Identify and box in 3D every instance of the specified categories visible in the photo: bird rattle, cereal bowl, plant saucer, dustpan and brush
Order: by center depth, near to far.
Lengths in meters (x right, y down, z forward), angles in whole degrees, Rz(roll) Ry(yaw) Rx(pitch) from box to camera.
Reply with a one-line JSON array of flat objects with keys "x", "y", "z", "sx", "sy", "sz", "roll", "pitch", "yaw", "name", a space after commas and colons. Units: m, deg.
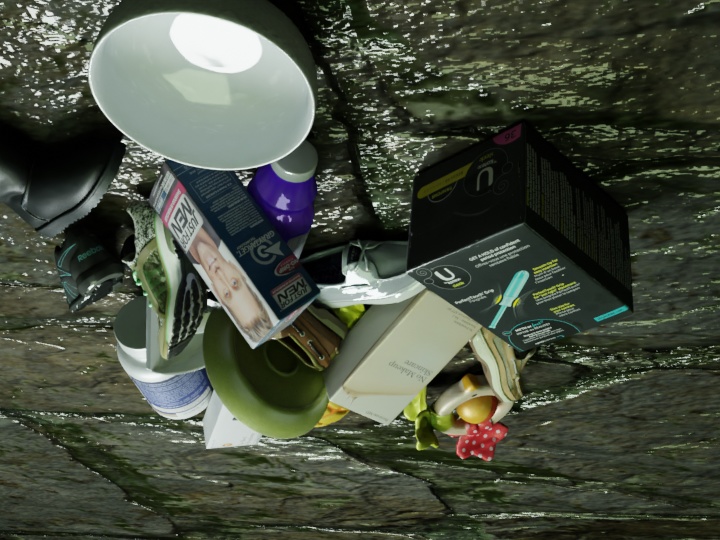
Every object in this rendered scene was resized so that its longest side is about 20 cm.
[{"x": -0.133, "y": -0.181, "z": 0.825, "sx": 0.198, "sy": 0.084, "sz": 0.201, "roll": 4, "pitch": 148, "yaw": 2, "name": "cereal bowl"}, {"x": -0.107, "y": 0.111, "z": 1.181, "sx": 0.199, "sy": 0.201, "sz": 0.031, "roll": 27, "pitch": 138, "yaw": -30, "name": "plant saucer"}, {"x": -0.177, "y": 0.061, "z": 1.225, "sx": 0.199, "sy": 0.141, "sz": 0.057, "roll": -8, "pitch": -162, "yaw": -40, "name": "dustpan and brush"}, {"x": 0.164, "y": 0.219, "z": 1.410, "sx": 0.199, "sy": 0.113, "sz": 0.163, "roll": 23, "pitch": 128, "yaw": -30, "name": "bird rattle"}]

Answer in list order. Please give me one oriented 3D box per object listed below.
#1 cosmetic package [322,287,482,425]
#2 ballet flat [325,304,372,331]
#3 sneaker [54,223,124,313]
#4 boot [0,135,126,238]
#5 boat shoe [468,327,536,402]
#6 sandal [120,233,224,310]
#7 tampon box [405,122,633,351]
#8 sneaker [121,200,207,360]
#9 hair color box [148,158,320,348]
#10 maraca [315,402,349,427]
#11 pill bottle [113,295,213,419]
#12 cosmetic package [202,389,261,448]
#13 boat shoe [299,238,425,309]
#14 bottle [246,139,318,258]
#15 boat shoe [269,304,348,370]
[{"x": 0.051, "y": 0.090, "z": 1.166, "sx": 0.103, "sy": 0.073, "sz": 0.200, "roll": 26, "pitch": 116, "yaw": -29, "name": "cosmetic package"}, {"x": 0.030, "y": 0.073, "z": 1.232, "sx": 0.067, "sy": 0.067, "sz": 0.200, "roll": -32, "pitch": 134, "yaw": 17, "name": "ballet flat"}, {"x": -0.343, "y": -0.003, "z": 1.176, "sx": 0.080, "sy": 0.075, "sz": 0.200, "roll": 58, "pitch": 153, "yaw": 0, "name": "sneaker"}, {"x": -0.361, "y": -0.115, "z": 0.990, "sx": 0.162, "sy": 0.074, "sz": 0.198, "roll": 32, "pitch": 141, "yaw": -30, "name": "boot"}, {"x": 0.202, "y": 0.116, "z": 1.264, "sx": 0.076, "sy": 0.072, "sz": 0.200, "roll": -17, "pitch": 143, "yaw": 14, "name": "boat shoe"}, {"x": -0.191, "y": 0.000, "z": 1.144, "sx": 0.199, "sy": 0.076, "sz": 0.048, "roll": 19, "pitch": 128, "yaw": -20, "name": "sandal"}, {"x": 0.168, "y": -0.028, "z": 0.976, "sx": 0.149, "sy": 0.127, "sz": 0.200, "roll": -23, "pitch": 137, "yaw": 38, "name": "tampon box"}, {"x": -0.233, "y": 0.004, "z": 1.090, "sx": 0.088, "sy": 0.202, "sz": 0.077, "roll": 8, "pitch": -164, "yaw": 22, "name": "sneaker"}, {"x": -0.135, "y": -0.026, "z": 0.979, "sx": 0.200, "sy": 0.060, "sz": 0.100, "roll": 53, "pitch": 150, "yaw": 5, "name": "hair color box"}, {"x": -0.071, "y": 0.177, "z": 1.368, "sx": 0.136, "sy": 0.108, "sz": 0.200, "roll": -7, "pitch": 164, "yaw": -29, "name": "maraca"}, {"x": -0.273, "y": 0.119, "z": 1.308, "sx": 0.110, "sy": 0.112, "sz": 0.200, "roll": 1, "pitch": 148, "yaw": 8, "name": "pill bottle"}, {"x": -0.168, "y": 0.191, "z": 1.325, "sx": 0.082, "sy": 0.051, "sz": 0.200, "roll": 0, "pitch": 147, "yaw": -19, "name": "cosmetic package"}, {"x": 0.000, "y": -0.001, "z": 1.105, "sx": 0.200, "sy": 0.071, "sz": 0.071, "roll": -13, "pitch": 147, "yaw": 33, "name": "boat shoe"}, {"x": -0.088, "y": -0.065, "z": 1.004, "sx": 0.065, "sy": 0.084, "sz": 0.200, "roll": -19, "pitch": 157, "yaw": -26, "name": "bottle"}, {"x": -0.100, "y": 0.054, "z": 1.127, "sx": 0.199, "sy": 0.068, "sz": 0.072, "roll": 34, "pitch": 165, "yaw": -26, "name": "boat shoe"}]
